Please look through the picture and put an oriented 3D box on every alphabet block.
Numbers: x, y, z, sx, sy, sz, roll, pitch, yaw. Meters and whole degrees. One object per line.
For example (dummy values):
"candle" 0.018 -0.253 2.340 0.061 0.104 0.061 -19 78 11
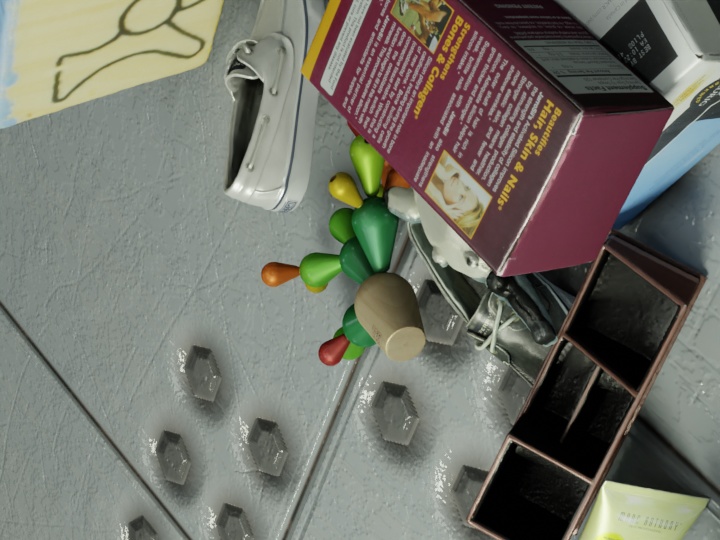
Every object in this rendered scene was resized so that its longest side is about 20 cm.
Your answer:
"alphabet block" -0.232 -0.262 1.338 0.198 0.198 0.196 60 151 18

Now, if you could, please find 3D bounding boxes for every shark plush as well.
"shark plush" 0.090 -0.040 1.114 0.201 0.082 0.092 -122 40 -49

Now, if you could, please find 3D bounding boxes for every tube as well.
"tube" 0.160 0.219 1.151 0.052 0.058 0.201 40 127 24

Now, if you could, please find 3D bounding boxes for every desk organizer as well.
"desk organizer" 0.143 0.083 1.086 0.071 0.077 0.202 27 108 10

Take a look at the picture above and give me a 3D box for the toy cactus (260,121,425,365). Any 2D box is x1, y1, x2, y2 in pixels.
"toy cactus" 0.000 0.000 1.232 0.166 0.101 0.202 -118 37 -50

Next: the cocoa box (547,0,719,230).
"cocoa box" 0.151 -0.124 1.035 0.200 0.130 0.134 -44 65 42

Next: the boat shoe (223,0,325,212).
"boat shoe" -0.070 -0.147 1.281 0.073 0.065 0.203 -26 58 55

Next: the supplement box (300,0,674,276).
"supplement box" 0.068 -0.104 0.969 0.200 0.085 0.111 48 128 32

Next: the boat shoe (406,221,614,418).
"boat shoe" 0.098 0.030 1.170 0.200 0.070 0.072 50 130 26
